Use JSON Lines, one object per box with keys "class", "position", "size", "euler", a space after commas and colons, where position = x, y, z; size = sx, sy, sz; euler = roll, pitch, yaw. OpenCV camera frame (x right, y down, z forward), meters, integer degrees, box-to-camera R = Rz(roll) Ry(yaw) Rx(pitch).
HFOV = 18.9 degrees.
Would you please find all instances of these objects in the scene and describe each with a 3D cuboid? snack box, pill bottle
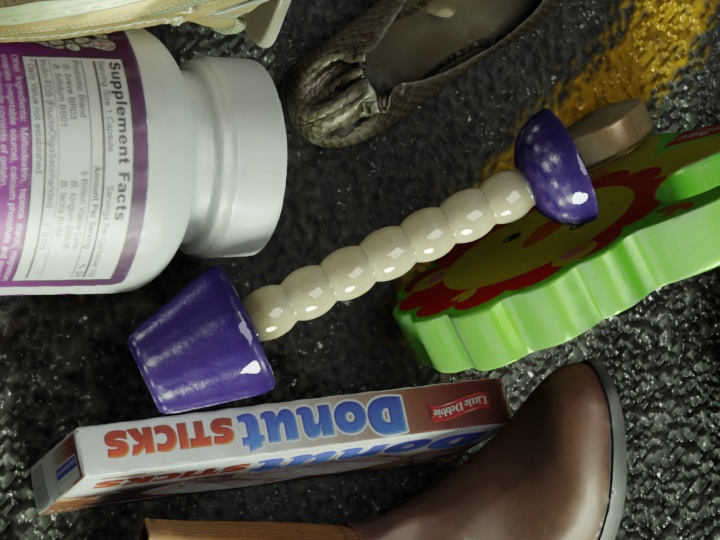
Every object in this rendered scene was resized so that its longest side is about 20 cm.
{"class": "snack box", "position": [-0.037, 0.075, 0.931], "size": [0.198, 0.072, 0.025], "euler": [-5, 73, -26]}
{"class": "pill bottle", "position": [-0.135, -0.046, 0.868], "size": [0.198, 0.112, 0.114], "euler": [-1, 88, -26]}

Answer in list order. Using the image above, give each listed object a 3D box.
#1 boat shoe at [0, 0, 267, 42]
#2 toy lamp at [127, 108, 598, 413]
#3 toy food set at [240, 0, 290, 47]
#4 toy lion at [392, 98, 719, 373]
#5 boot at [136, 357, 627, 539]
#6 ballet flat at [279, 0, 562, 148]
{"class": "boat shoe", "position": [-0.062, -0.121, 0.848], "size": [0.198, 0.076, 0.072], "euler": [-17, 53, -11]}
{"class": "toy lamp", "position": [0.000, 0.000, 0.886], "size": [0.199, 0.058, 0.059], "euler": [-26, 99, -5]}
{"class": "toy food set", "position": [-0.108, -0.158, 0.869], "size": [0.198, 0.144, 0.061], "euler": [2, 42, -26]}
{"class": "toy lion", "position": [0.116, -0.018, 0.949], "size": [0.191, 0.199, 0.069], "euler": [-39, 106, -41]}
{"class": "boot", "position": [-0.001, 0.107, 0.913], "size": [0.198, 0.189, 0.069], "euler": [5, 47, -25]}
{"class": "ballet flat", "position": [0.045, -0.123, 0.995], "size": [0.200, 0.046, 0.068], "euler": [-38, 104, -22]}
